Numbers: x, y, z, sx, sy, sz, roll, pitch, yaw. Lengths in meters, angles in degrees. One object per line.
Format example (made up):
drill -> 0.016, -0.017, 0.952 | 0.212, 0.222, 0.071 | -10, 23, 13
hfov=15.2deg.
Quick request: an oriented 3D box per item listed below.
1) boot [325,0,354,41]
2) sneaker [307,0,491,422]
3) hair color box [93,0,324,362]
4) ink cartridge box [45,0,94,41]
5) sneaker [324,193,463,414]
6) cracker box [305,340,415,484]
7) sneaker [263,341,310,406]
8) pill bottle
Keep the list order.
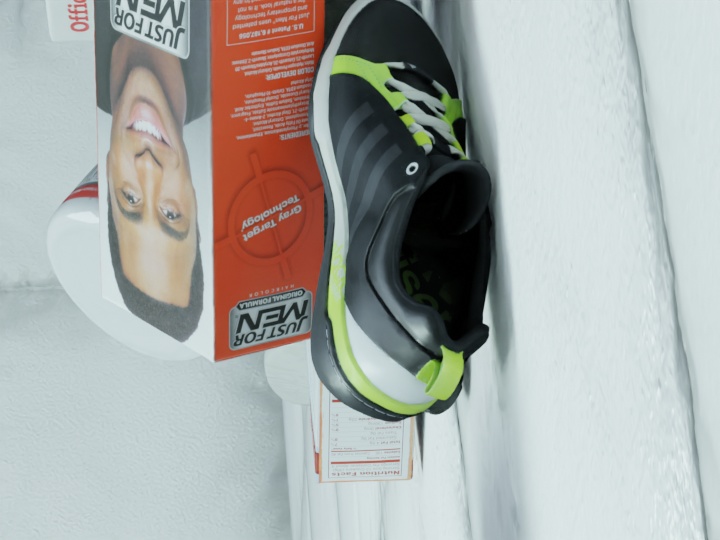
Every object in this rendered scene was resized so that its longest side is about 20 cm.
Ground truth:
boot -> -0.026, -0.141, 1.209 | 0.131, 0.068, 0.200 | -118, 52, -85
sneaker -> 0.029, -0.033, 1.094 | 0.083, 0.072, 0.200 | -35, 48, 46
hair color box -> -0.066, -0.072, 1.176 | 0.101, 0.061, 0.200 | 25, 122, 50
ink cartridge box -> -0.098, -0.211, 1.650 | 0.146, 0.200, 0.084 | 95, 171, -65
sneaker -> 0.005, -0.026, 1.255 | 0.200, 0.116, 0.075 | 41, 180, 41
cracker box -> 0.000, 0.000, 1.433 | 0.200, 0.058, 0.134 | 93, 174, -47
sneaker -> -0.013, 0.008, 1.652 | 0.200, 0.075, 0.089 | 103, 178, -54
pill bottle -> -0.076, -0.054, 1.521 | 0.200, 0.116, 0.116 | -51, -22, -32
